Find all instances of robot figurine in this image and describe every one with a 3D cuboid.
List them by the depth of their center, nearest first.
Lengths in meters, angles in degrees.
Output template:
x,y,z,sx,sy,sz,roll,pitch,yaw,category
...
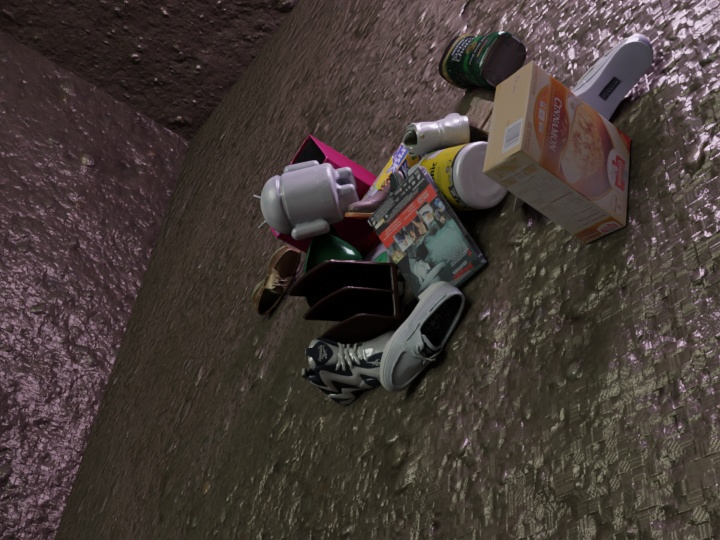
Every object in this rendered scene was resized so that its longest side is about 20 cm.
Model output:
x,y,z,sx,sy,sz,roll,pitch,yaw,category
-0.104,-0.136,1.537,0.198,0.113,0.171,-14,56,4,robot figurine

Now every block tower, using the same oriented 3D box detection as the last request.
x,y,z,sx,sy,sz,roll,pitch,yaw,category
0.245,-0.255,1.416,0.058,0.054,0.200,-57,24,8,block tower

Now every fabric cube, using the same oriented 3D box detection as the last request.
x,y,z,sx,sy,sz,roll,pitch,yaw,category
-0.063,-0.136,1.722,0.201,0.198,0.196,-56,26,11,fabric cube

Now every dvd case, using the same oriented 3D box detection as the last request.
x,y,z,sx,sy,sz,roll,pitch,yaw,category
0.108,-0.052,1.367,0.146,0.022,0.201,-45,66,33,dvd case

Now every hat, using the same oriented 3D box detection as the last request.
x,y,z,sx,sy,sz,roll,pitch,yaw,category
0.000,0.000,1.553,0.174,0.201,0.166,10,50,19,hat

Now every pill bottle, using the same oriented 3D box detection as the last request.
x,y,z,sx,sy,sz,roll,pitch,yaw,category
0.160,-0.157,1.410,0.200,0.111,0.112,1,65,64,pill bottle

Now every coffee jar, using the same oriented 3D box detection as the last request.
x,y,z,sx,sy,sz,roll,pitch,yaw,category
0.229,-0.404,1.568,0.105,0.085,0.200,-60,24,2,coffee jar

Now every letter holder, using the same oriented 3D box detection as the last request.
x,y,z,sx,sy,sz,roll,pitch,yaw,category
-0.039,0.060,1.432,0.200,0.141,0.102,144,127,-58,letter holder

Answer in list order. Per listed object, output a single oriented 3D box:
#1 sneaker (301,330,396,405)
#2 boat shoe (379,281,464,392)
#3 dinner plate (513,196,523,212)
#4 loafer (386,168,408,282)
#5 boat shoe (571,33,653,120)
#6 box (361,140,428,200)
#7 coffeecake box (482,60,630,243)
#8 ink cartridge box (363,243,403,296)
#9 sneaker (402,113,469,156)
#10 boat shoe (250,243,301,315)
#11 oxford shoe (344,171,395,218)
x,y,z,sx,sy,sz,roll,pitch,yaw,category
-0.028,0.154,1.426,0.199,0.129,0.080,-39,34,41,sneaker
0.099,0.110,1.294,0.202,0.070,0.071,-59,21,0,boat shoe
0.264,-0.186,1.234,0.200,0.024,0.202,12,-90,-80,dinner plate
0.072,-0.079,1.436,0.072,0.062,0.202,152,107,-78,loafer
0.357,-0.264,1.204,0.200,0.073,0.065,-44,9,35,boat shoe
0.082,-0.185,1.612,0.201,0.064,0.070,-55,23,-12,box
0.268,-0.155,1.087,0.073,0.199,0.155,-28,40,49,coffeecake box
0.008,0.032,1.589,0.200,0.050,0.162,-40,31,35,ink cartridge box
0.131,-0.252,1.506,0.200,0.114,0.075,-108,10,-86,sneaker
-0.202,0.030,1.984,0.201,0.075,0.074,-58,28,28,boat shoe
0.053,-0.144,1.508,0.071,0.199,0.074,7,113,58,oxford shoe
